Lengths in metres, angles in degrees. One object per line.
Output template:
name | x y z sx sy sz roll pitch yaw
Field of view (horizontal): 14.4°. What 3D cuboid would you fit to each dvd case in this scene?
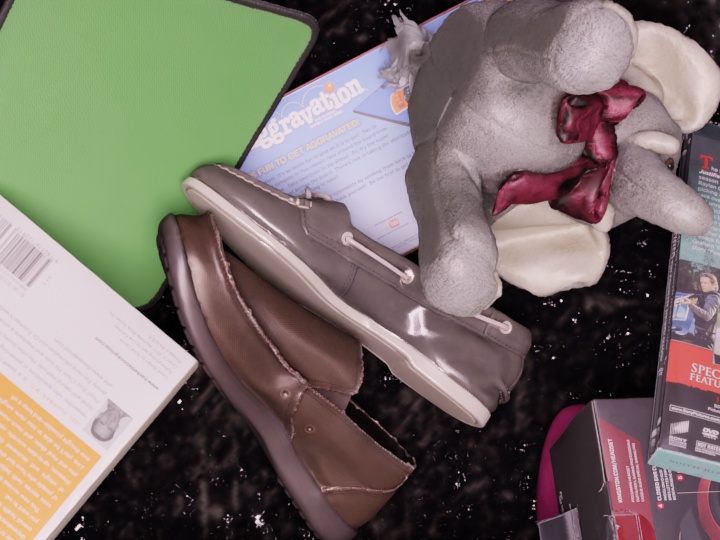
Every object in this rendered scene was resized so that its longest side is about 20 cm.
dvd case | 0.222 0.025 1.412 0.145 0.022 0.201 14 57 -6

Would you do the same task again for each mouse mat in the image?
mouse mat | -0.128 -0.063 1.380 0.160 0.008 0.200 13 126 -32

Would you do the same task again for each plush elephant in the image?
plush elephant | 0.104 -0.059 1.388 0.154 0.200 0.165 21 104 -25

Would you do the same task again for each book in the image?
book | -0.191 0.078 1.347 0.133 0.048 0.200 40 83 3

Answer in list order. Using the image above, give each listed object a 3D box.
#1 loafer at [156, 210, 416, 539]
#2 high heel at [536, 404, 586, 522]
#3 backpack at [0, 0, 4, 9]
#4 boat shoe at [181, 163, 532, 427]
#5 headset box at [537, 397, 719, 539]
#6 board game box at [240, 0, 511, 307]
loafer | -0.036 0.043 1.413 0.071 0.073 0.200 -30 119 3
high heel | 0.135 0.166 1.428 0.067 0.096 0.201 -17 91 -1
backpack | -0.116 -0.209 1.398 0.190 0.154 0.200 -35 88 -12
boat shoe | 0.000 0.000 1.425 0.200 0.067 0.057 39 76 -13
headset box | 0.186 0.141 1.396 0.199 0.075 0.149 -1 67 -16
board game box | 0.032 -0.070 1.462 0.199 0.019 0.103 -27 93 -2
